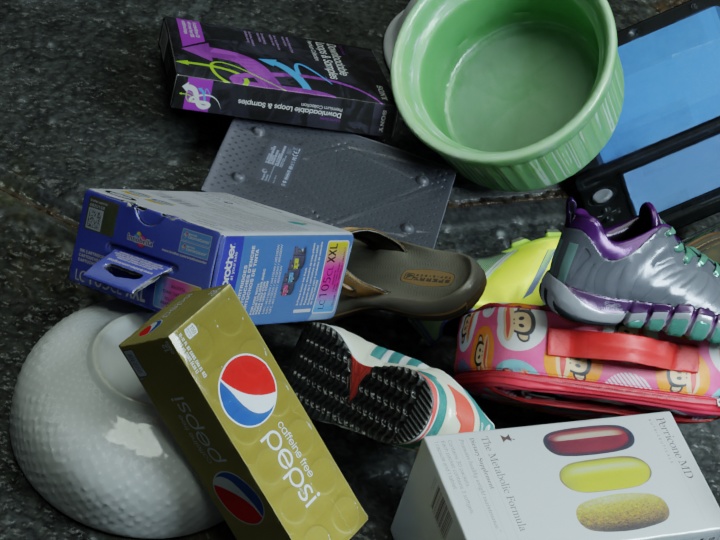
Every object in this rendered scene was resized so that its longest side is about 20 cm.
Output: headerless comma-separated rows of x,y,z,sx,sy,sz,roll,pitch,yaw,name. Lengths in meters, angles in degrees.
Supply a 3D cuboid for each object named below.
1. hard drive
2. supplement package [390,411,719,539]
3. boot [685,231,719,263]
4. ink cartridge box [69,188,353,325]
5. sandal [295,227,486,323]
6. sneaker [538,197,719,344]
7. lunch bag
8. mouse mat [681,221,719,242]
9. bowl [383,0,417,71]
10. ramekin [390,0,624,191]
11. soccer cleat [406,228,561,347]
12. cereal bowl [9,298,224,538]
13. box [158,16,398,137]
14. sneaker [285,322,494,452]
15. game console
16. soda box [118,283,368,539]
-0.027,-0.065,1.584,0.199,0.042,0.135,17,43,2,hard drive
0.140,0.183,1.330,0.199,0.110,0.114,-5,47,-21,supplement package
0.311,0.021,1.470,0.199,0.075,0.097,-15,40,-39,boot
-0.120,-0.011,1.392,0.136,0.077,0.200,18,9,32,ink cartridge box
0.000,0.000,1.470,0.199,0.055,0.082,5,52,26,sandal
0.230,0.000,1.344,0.199,0.088,0.074,6,16,-20,sneaker
0.181,0.069,1.413,0.199,0.176,0.082,8,82,-12,lunch bag
0.269,-0.024,1.552,0.200,0.161,0.008,-25,86,-41,mouse mat
0.128,-0.227,1.767,0.200,0.091,0.202,9,43,-9,bowl
0.134,-0.166,1.619,0.199,0.098,0.201,-8,66,18,ramekin
0.123,0.019,1.541,0.199,0.065,0.084,-11,67,-28,soccer cleat
-0.154,0.091,1.356,0.199,0.084,0.201,8,43,-8,cereal bowl
-0.074,-0.172,1.653,0.199,0.036,0.143,8,26,-15,box
0.022,0.096,1.394,0.093,0.071,0.199,23,-2,-34,sneaker
0.268,-0.131,1.620,0.199,0.117,0.176,-23,29,11,game console
-0.079,0.113,1.283,0.068,0.064,0.201,-42,110,-38,soda box
